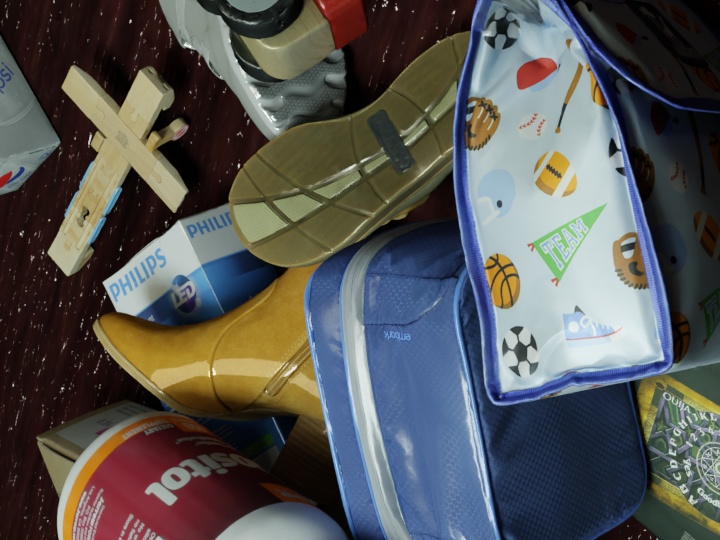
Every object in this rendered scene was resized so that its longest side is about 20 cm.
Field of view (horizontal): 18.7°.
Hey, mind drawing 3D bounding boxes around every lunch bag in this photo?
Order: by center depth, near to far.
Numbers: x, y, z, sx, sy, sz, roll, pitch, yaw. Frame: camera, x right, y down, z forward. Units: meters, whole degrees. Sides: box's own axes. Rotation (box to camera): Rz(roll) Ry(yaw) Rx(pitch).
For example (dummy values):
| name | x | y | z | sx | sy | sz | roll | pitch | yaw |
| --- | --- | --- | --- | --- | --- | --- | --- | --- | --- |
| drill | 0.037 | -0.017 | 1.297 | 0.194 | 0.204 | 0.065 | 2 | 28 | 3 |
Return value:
| name | x | y | z | sx | sy | sz | roll | pitch | yaw |
| --- | --- | --- | --- | --- | --- | --- | --- | --- | --- |
| lunch bag | 0.130 | -0.048 | 1.071 | 0.123 | 0.170 | 0.202 | -14 | 84 | 32 |
| lunch bag | 0.058 | 0.071 | 1.178 | 0.132 | 0.135 | 0.202 | 0 | 105 | 44 |

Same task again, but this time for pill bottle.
| name | x | y | z | sx | sy | sz | roll | pitch | yaw |
| --- | --- | --- | --- | --- | --- | --- | --- | --- | --- |
| pill bottle | -0.073 | 0.164 | 1.203 | 0.200 | 0.112 | 0.114 | 29 | 123 | 46 |

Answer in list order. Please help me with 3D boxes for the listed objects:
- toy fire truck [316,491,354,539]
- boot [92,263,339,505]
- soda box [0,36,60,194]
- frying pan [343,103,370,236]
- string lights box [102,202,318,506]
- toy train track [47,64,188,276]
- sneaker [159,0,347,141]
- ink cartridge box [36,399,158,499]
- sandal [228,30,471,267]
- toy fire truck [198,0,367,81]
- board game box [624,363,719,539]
| name | x | y | z | sx | sy | sz | roll | pitch | yaw |
| --- | --- | --- | --- | --- | --- | --- | --- | --- | --- |
| toy fire truck | 0.043 | 0.213 | 1.238 | 0.199 | 0.176 | 0.130 | 7 | 110 | 34 |
| boot | -0.053 | 0.030 | 1.304 | 0.201 | 0.071 | 0.145 | 32 | 98 | 23 |
| soda box | -0.292 | -0.149 | 1.523 | 0.068 | 0.063 | 0.201 | -39 | 77 | 43 |
| frying pan | 0.013 | 0.008 | 1.317 | 0.115 | 0.031 | 0.191 | 27 | 124 | 34 |
| string lights box | -0.078 | 0.069 | 1.396 | 0.103 | 0.059 | 0.201 | -33 | 80 | 47 |
| toy train track | -0.161 | -0.067 | 1.454 | 0.115 | 0.032 | 0.200 | 48 | 137 | 12 |
| sneaker | -0.073 | -0.152 | 1.324 | 0.201 | 0.074 | 0.082 | 62 | 150 | 16 |
| ink cartridge box | -0.128 | 0.177 | 1.408 | 0.166 | 0.075 | 0.200 | 70 | 162 | -9 |
| sandal | 0.014 | -0.063 | 1.252 | 0.199 | 0.054 | 0.081 | -33 | 68 | 19 |
| toy fire truck | -0.020 | -0.232 | 1.211 | 0.177 | 0.199 | 0.129 | 56 | 175 | 15 |
| board game box | 0.180 | 0.083 | 1.180 | 0.200 | 0.028 | 0.136 | 41 | 128 | 27 |
